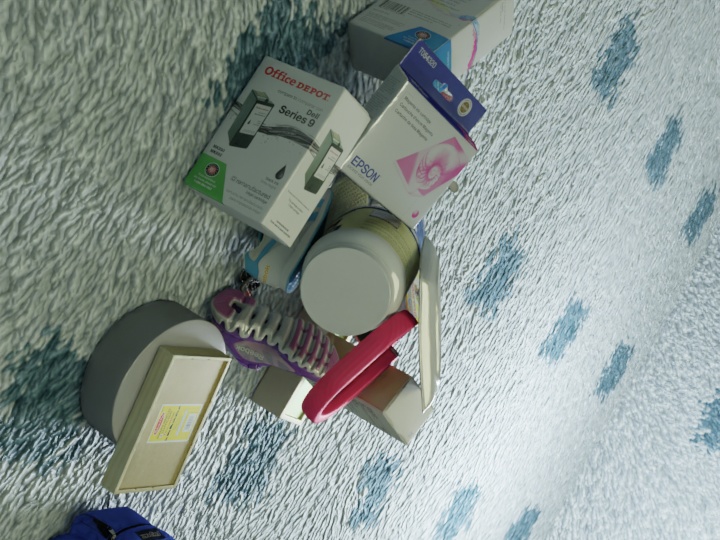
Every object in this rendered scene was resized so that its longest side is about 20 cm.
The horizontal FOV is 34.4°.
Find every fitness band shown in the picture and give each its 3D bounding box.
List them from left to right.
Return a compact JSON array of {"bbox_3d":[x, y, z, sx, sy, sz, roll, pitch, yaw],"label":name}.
[{"bbox_3d":[0.001,0.132,1.588,0.200,0.037,0.144,-43,169,-5],"label":"fitness band"}]

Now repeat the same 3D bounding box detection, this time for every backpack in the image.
[{"bbox_3d":[-0.319,0.426,1.568,0.162,0.200,0.168,-1,115,-56],"label":"backpack"}]

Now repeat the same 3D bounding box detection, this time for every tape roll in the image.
[{"bbox_3d":[-0.272,0.141,1.539,0.200,0.066,0.200,-38,143,-36],"label":"tape roll"}]

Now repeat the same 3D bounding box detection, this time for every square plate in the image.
[{"bbox_3d":[0.099,0.072,1.648,0.198,0.028,0.200,-76,165,-71],"label":"square plate"}]

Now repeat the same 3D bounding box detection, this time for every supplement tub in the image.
[{"bbox_3d":[0.000,0.000,1.610,0.200,0.145,0.145,-54,162,-70],"label":"supplement tub"}]

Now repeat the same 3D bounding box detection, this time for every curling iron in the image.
[{"bbox_3d":[-0.145,0.065,1.710,0.050,0.026,0.200,-42,145,-26],"label":"curling iron"}]

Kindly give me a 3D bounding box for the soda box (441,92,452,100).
[{"bbox_3d":[0.061,-0.210,1.765,0.200,0.063,0.070,-33,140,-39],"label":"soda box"}]

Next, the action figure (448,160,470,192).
[{"bbox_3d":[0.079,-0.138,1.748,0.118,0.200,0.055,-27,110,-12],"label":"action figure"}]

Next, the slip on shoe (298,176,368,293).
[{"bbox_3d":[-0.044,-0.048,1.748,0.061,0.074,0.200,-145,-107,-83],"label":"slip on shoe"}]

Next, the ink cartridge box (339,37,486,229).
[{"bbox_3d":[0.075,-0.177,1.558,0.200,0.043,0.196,-51,139,4],"label":"ink cartridge box"}]

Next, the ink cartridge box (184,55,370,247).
[{"bbox_3d":[-0.105,-0.154,1.472,0.200,0.146,0.084,-59,148,-7],"label":"ink cartridge box"}]

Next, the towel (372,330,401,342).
[{"bbox_3d":[0.010,0.042,1.847,0.049,0.112,0.200,-34,147,-4],"label":"towel"}]

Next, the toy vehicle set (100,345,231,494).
[{"bbox_3d":[-0.252,0.195,1.522,0.124,0.027,0.200,13,103,-59],"label":"toy vehicle set"}]

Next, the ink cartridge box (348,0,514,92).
[{"bbox_3d":[0.102,-0.341,1.635,0.200,0.144,0.085,-42,145,-30],"label":"ink cartridge box"}]

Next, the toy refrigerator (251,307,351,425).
[{"bbox_3d":[-0.081,0.139,1.829,0.200,0.070,0.076,-60,150,-4],"label":"toy refrigerator"}]

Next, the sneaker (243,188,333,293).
[{"bbox_3d":[-0.096,-0.058,1.637,0.200,0.081,0.077,-62,170,-45],"label":"sneaker"}]

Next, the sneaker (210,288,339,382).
[{"bbox_3d":[-0.127,0.107,1.637,0.089,0.200,0.081,-62,180,36],"label":"sneaker"}]

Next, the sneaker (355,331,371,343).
[{"bbox_3d":[0.061,0.065,2.009,0.200,0.074,0.087,-45,160,-19],"label":"sneaker"}]

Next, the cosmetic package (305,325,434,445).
[{"bbox_3d":[0.002,0.169,1.724,0.071,0.200,0.105,-51,140,-16],"label":"cosmetic package"}]

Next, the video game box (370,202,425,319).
[{"bbox_3d":[0.068,-0.013,1.828,0.182,0.047,0.200,-17,102,-71],"label":"video game box"}]
